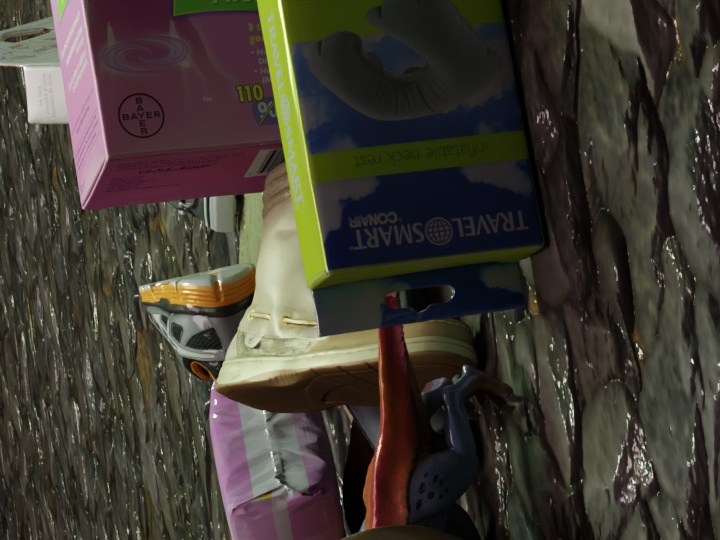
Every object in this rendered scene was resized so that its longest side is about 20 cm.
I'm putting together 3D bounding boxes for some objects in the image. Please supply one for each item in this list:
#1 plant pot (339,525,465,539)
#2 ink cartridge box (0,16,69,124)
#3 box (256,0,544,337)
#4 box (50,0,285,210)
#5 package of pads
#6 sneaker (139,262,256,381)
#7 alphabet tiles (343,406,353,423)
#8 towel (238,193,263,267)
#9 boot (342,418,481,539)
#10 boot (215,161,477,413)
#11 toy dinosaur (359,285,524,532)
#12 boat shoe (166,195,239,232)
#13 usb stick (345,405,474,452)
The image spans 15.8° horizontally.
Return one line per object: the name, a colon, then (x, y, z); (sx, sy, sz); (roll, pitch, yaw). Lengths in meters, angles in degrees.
plant pot: (0.066, 0.222, 1.255); (0.200, 0.186, 0.189); (-4, 94, 61)
ink cartridge box: (-0.175, -0.141, 1.783); (0.200, 0.175, 0.045); (-30, -61, -61)
box: (0.020, -0.075, 1.332); (0.048, 0.121, 0.202); (143, 119, -71)
box: (-0.096, -0.154, 1.625); (0.097, 0.174, 0.202); (130, 132, -66)
package of pads: (-0.046, 0.171, 1.679); (0.121, 0.075, 0.201); (-100, 1, -47)
sneaker: (-0.107, 0.039, 1.815); (0.200, 0.078, 0.078); (-176, 72, -83)
alphabet tiles: (-0.013, -0.004, 1.728); (0.167, 0.007, 0.201); (-121, 27, -57)
towel: (-0.059, -0.018, 1.821); (0.149, 0.036, 0.201); (-105, 14, -48)
boot: (0.029, 0.156, 1.586); (0.201, 0.068, 0.189); (-103, 6, -49)
boot: (0.000, 0.000, 1.530); (0.199, 0.072, 0.157); (-11, 62, 50)
toy dinosaur: (0.012, 0.138, 1.396); (0.200, 0.182, 0.105); (43, 157, -26)
boat shoe: (-0.126, -0.067, 1.938); (0.200, 0.070, 0.073); (179, 98, -83)
usb stick: (0.017, 0.072, 1.561); (0.033, 0.055, 0.200); (57, 179, -30)
